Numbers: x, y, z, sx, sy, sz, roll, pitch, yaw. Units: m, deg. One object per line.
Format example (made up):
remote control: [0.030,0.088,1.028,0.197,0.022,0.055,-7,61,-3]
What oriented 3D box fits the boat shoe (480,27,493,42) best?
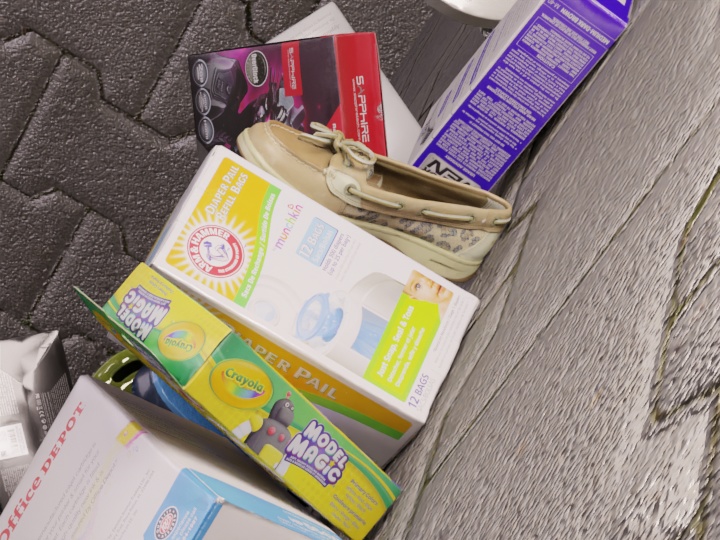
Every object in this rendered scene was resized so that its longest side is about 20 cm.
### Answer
boat shoe: [0.131,-0.204,1.729,0.200,0.067,0.072,-61,7,-4]

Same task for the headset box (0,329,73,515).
headset box: [-0.266,0.144,1.527,0.200,0.077,0.149,141,116,-64]

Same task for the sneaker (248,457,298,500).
sneaker: [-0.068,0.188,1.350,0.200,0.071,0.080,80,176,-69]

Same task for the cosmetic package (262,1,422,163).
cosmetic package: [-0.013,-0.127,1.802,0.102,0.200,0.074,-33,0,-13]

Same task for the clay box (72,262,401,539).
clay box: [-0.072,0.070,1.172,0.048,0.200,0.115,-48,38,-7]

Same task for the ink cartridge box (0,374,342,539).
ink cartridge box: [-0.116,0.161,1.181,0.129,0.125,0.200,-59,38,3]

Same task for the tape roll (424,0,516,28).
tape roll: [0.115,-0.300,1.669,0.203,0.202,0.037,-60,6,-9]

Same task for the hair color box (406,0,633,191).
hair color box: [0.117,-0.144,1.462,0.200,0.065,0.109,-49,10,33]

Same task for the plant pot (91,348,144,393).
plant pot: [-0.158,0.142,1.572,0.200,0.200,0.190,-61,-6,-22]

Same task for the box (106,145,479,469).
box: [-0.045,0.030,1.304,0.101,0.200,0.113,-52,9,53]

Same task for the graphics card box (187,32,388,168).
graphics card box: [-0.062,-0.129,1.693,0.200,0.051,0.126,1,99,49]

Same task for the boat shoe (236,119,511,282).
boat shoe: [0.009,-0.059,1.356,0.063,0.200,0.073,-52,33,23]

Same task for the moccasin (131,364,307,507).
moccasin: [-0.093,0.125,1.377,0.068,0.200,0.081,-27,47,24]
